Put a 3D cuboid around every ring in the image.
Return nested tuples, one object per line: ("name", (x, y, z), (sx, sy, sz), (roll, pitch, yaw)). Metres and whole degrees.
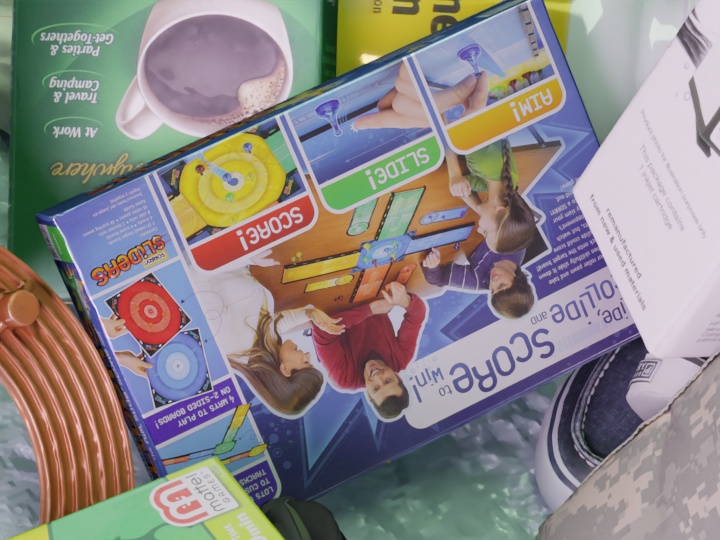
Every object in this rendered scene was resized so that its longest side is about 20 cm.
("ring", (-0.161, 0.076, 0.843), (0.200, 0.019, 0.201), (5, 80, -32))

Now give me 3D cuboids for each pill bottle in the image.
("pill bottle", (0.055, -0.085, 1.032), (0.200, 0.112, 0.112), (4, 46, 10))

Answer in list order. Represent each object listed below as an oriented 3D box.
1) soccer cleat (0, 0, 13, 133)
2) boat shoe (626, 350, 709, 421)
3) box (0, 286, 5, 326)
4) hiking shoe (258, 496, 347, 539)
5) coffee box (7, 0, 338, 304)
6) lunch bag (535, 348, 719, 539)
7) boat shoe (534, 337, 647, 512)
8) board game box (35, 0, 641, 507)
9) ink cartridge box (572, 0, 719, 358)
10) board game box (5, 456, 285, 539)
("soccer cleat", (-0.157, -0.100, 1.055), (0.200, 0.069, 0.078), (28, 42, 1))
("boat shoe", (0.195, 0.074, 0.948), (0.200, 0.071, 0.064), (36, 76, -7))
("box", (-0.244, 0.001, 0.875), (0.200, 0.109, 0.128), (-25, 97, -33))
("hiking shoe", (0.023, 0.161, 0.871), (0.101, 0.076, 0.200), (-2, 50, -38))
("coffee box", (-0.070, -0.085, 0.974), (0.123, 0.200, 0.044), (1, 3, 7))
("lunch bag", (0.157, 0.115, 0.853), (0.117, 0.164, 0.200), (5, 48, -42))
("boat shoe", (0.139, 0.016, 1.006), (0.071, 0.091, 0.200), (33, 49, 16))
("board game box", (0.000, 0.000, 0.937), (0.200, 0.034, 0.136), (-25, 100, -15))
("ink cartridge box", (0.187, -0.063, 0.876), (0.146, 0.200, 0.084), (0, 50, -31))
("board game box", (-0.106, 0.137, 0.788), (0.200, 0.048, 0.102), (-20, 45, -26))
